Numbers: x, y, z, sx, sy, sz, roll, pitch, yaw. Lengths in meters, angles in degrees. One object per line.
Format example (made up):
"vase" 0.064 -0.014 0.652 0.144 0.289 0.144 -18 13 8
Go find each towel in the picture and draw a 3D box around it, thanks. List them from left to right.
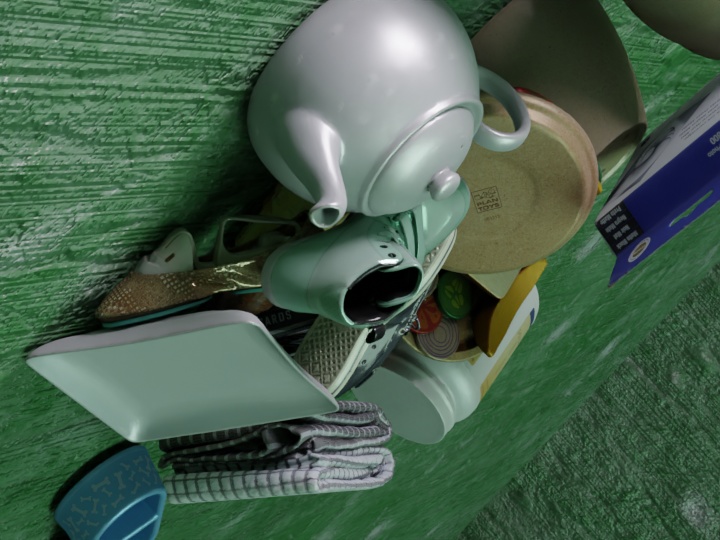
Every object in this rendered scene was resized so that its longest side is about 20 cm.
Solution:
"towel" -0.077 0.168 1.487 0.164 0.087 0.200 -9 171 24

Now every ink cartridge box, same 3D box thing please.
"ink cartridge box" 0.281 -0.101 1.333 0.200 0.041 0.200 -44 -172 40

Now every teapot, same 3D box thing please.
"teapot" 0.024 -0.112 1.195 0.200 0.146 0.197 -43 164 -2

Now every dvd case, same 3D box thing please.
"dvd case" -0.069 0.058 1.492 0.149 0.025 0.200 -17 171 18

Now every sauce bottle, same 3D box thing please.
"sauce bottle" -0.080 -0.011 1.346 0.200 0.066 0.066 -49 162 22

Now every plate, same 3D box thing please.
"plate" -0.139 0.082 1.291 0.197 0.033 0.200 -9 153 16

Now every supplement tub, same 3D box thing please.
"supplement tub" 0.090 0.073 1.722 0.200 0.144 0.145 -52 170 -30

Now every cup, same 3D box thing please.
"cup" 0.178 -0.148 1.462 0.200 0.143 0.201 -38 163 -14

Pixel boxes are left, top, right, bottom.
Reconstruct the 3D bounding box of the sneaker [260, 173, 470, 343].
"sneaker" 0.034 -0.011 1.232 0.199 0.118 0.074 -30 120 -29

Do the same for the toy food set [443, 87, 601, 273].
"toy food set" 0.106 -0.074 1.372 0.199 0.049 0.198 -27 125 20

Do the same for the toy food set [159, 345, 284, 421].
"toy food set" -0.121 0.108 1.470 0.199 0.049 0.197 -6 170 -46

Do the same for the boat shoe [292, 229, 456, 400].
"boat shoe" 0.016 0.027 1.362 0.201 0.075 0.062 -55 152 13

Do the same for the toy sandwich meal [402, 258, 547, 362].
"toy sandwich meal" 0.109 -0.006 1.603 0.204 0.207 0.070 -33 -161 -27

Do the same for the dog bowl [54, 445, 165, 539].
"dog bowl" -0.249 0.252 1.600 0.111 0.050 0.201 -33 161 -28

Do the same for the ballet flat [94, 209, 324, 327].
"ballet flat" -0.118 -0.007 1.260 0.198 0.066 0.070 -14 -166 -20

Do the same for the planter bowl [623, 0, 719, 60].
"planter bowl" 0.270 -0.285 1.302 0.134 0.201 0.201 9 132 -34

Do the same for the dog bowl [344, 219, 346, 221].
"dog bowl" -0.027 -0.019 1.473 0.112 0.050 0.200 -46 164 12

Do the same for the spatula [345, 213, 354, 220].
"spatula" 0.000 0.000 1.405 0.057 0.020 0.201 -55 150 -41
